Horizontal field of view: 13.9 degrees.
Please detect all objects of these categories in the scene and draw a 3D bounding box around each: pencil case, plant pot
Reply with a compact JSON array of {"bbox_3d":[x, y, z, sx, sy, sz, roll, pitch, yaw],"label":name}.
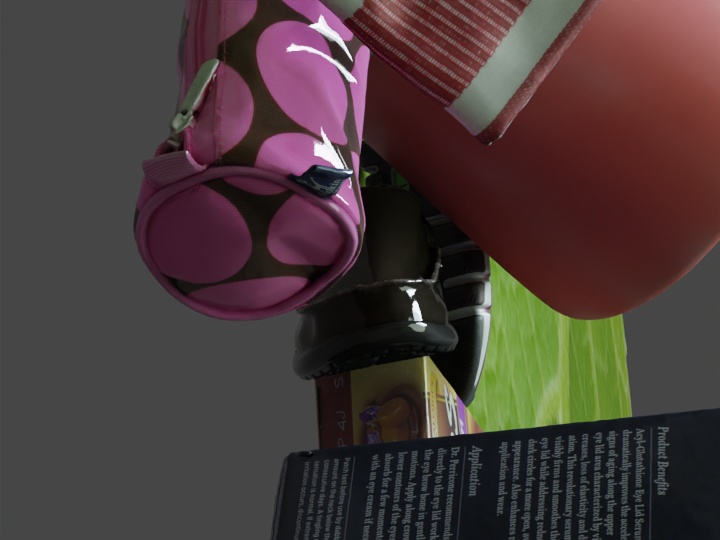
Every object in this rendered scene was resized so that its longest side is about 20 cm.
[{"bbox_3d":[-0.038,-0.085,1.079,0.094,0.091,0.201,36,38,-35],"label":"pencil case"},{"bbox_3d":[0.078,-0.102,1.359,0.177,0.200,0.201,31,38,-23],"label":"plant pot"}]

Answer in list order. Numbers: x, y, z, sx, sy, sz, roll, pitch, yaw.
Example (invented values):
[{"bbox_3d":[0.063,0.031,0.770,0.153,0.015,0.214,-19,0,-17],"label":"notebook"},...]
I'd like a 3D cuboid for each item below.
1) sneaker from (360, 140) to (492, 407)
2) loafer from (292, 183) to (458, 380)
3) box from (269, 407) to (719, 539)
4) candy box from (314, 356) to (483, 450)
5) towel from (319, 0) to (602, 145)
[{"bbox_3d":[0.055,-0.030,1.493,0.115,0.075,0.201,-7,91,-53],"label":"sneaker"},{"bbox_3d":[0.000,0.000,1.308,0.200,0.073,0.072,-96,175,-82],"label":"loafer"},{"bbox_3d":[0.073,0.151,1.222,0.105,0.199,0.148,-83,164,-52],"label":"box"},{"bbox_3d":[0.025,0.118,1.400,0.200,0.056,0.117,50,36,-71],"label":"candy box"},{"bbox_3d":[0.016,-0.161,1.041,0.200,0.144,0.023,41,-11,-15],"label":"towel"}]
